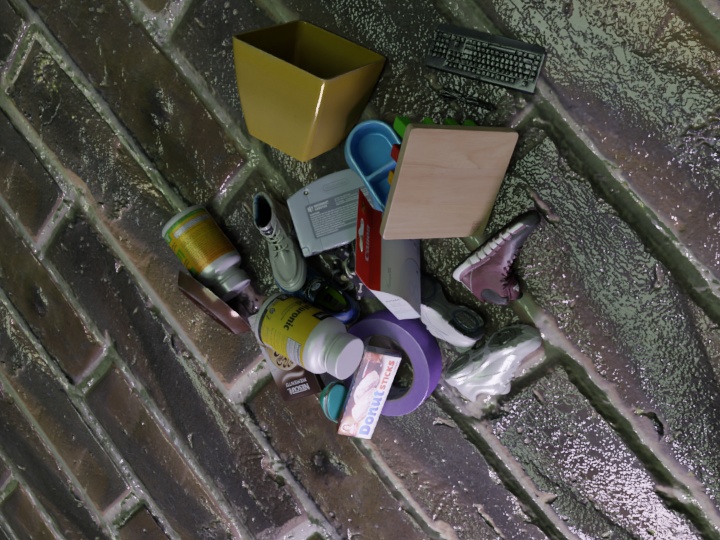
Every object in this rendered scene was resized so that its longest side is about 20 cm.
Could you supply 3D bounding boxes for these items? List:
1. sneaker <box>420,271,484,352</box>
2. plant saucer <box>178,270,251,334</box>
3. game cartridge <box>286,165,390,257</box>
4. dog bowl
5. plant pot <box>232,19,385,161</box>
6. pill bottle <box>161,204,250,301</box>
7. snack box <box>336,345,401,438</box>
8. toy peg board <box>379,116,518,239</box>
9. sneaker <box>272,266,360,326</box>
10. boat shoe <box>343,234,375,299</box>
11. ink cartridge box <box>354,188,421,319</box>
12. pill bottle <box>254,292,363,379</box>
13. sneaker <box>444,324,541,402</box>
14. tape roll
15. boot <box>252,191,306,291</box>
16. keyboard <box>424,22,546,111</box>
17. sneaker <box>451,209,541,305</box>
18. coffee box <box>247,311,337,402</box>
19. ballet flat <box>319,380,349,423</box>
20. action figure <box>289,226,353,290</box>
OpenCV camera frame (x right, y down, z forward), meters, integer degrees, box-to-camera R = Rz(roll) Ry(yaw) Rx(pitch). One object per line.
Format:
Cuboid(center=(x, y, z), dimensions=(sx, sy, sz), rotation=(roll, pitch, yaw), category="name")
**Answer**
Cuboid(center=(0.136, 0.079, 1.253), dimensions=(0.200, 0.074, 0.087), rotation=(43, 146, 23), category="sneaker")
Cuboid(center=(-0.323, 0.077, 1.459), dimensions=(0.200, 0.200, 0.035), rotation=(36, 74, 12), category="plant saucer")
Cuboid(center=(-0.031, -0.117, 1.261), dimensions=(0.199, 0.040, 0.134), rotation=(-17, 91, 6), category="game cartridge")
Cuboid(center=(0.047, -0.183, 1.210), dimensions=(0.111, 0.050, 0.201), rotation=(-33, 87, 5), category="dog bowl")
Cuboid(center=(-0.103, -0.316, 1.210), dimensions=(0.199, 0.200, 0.177), rotation=(30, 128, 19), category="plant pot")
Cuboid(center=(-0.330, -0.033, 1.462), dimensions=(0.111, 0.111, 0.200), rotation=(-43, 82, 32), category="pill bottle")
Cuboid(center=(0.014, 0.237, 1.299), dimensions=(0.071, 0.024, 0.201), rotation=(12, 116, -14), category="snack box")
Cuboid(center=(0.130, -0.164, 1.132), dimensions=(0.098, 0.199, 0.200), rotation=(-120, 36, -47), category="toy peg board")
Cuboid(center=(-0.090, 0.034, 1.346), dimensions=(0.199, 0.089, 0.079), rotation=(28, 75, 15), category="sneaker")
Cuboid(center=(0.000, 0.000, 1.212), dimensions=(0.060, 0.200, 0.074), rotation=(-11, 68, 5), category="boat shoe")
Cuboid(center=(0.051, -0.027, 1.154), dimensions=(0.047, 0.200, 0.161), rotation=(-9, 60, 21), category="ink cartridge box")
Cuboid(center=(-0.095, 0.126, 1.273), dimensions=(0.199, 0.111, 0.112), rotation=(25, 116, 31), category="pill bottle")
Cuboid(center=(0.254, 0.172, 1.220), dimensions=(0.200, 0.078, 0.099), rotation=(-36, 103, 33), category="sneaker")
Cuboid(center=(0.057, 0.181, 1.331), dimensions=(0.199, 0.066, 0.202), rotation=(9, 109, 27), category="tape roll")
Cuboid(center=(-0.168, -0.058, 1.324), dimensions=(0.073, 0.096, 0.201), rotation=(-27, 61, 13), category="boot")
Cuboid(center=(0.198, -0.329, 1.124), dimensions=(0.199, 0.021, 0.128), rotation=(22, 114, 24), category="keyboard")
Cuboid(center=(0.260, -0.011, 1.160), dimensions=(0.116, 0.076, 0.200), rotation=(50, 133, 2), category="sneaker")
Cuboid(center=(-0.141, 0.164, 1.431), dimensions=(0.113, 0.080, 0.201), rotation=(-22, 93, 32), category="coffee box")
Cuboid(center=(-0.047, 0.273, 1.370), dimensions=(0.070, 0.067, 0.200), rotation=(31, 161, 39), category="ballet flat")
Cuboid(center=(-0.037, -0.044, 1.319), dimensions=(0.200, 0.069, 0.130), rotation=(41, 114, -3), category="action figure")
